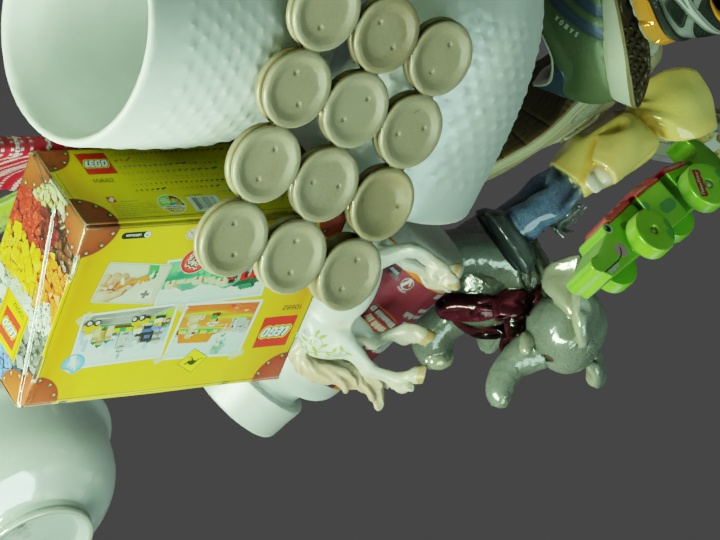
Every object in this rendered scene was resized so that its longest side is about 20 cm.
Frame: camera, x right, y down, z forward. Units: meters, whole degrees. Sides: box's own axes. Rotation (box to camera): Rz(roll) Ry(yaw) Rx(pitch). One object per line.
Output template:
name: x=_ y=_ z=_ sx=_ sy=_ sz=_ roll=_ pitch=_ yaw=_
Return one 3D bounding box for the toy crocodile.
toy crocodile: x=0.220 y=-0.041 z=1.799 sx=0.200 sy=0.062 sz=0.068 roll=-38 pitch=174 yaw=-38

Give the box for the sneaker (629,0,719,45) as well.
sneaker: x=0.213 y=-0.231 z=1.592 sx=0.200 sy=0.077 sz=0.078 roll=52 pitch=51 yaw=-49

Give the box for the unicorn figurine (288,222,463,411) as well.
unicorn figurine: x=0.000 y=0.000 z=1.657 sx=0.137 sy=0.074 sz=0.200 roll=19 pitch=102 yaw=-2

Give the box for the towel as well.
towel: x=-0.186 y=-0.067 z=1.511 sx=0.200 sy=0.023 sz=0.145 roll=-2 pitch=174 yaw=-38

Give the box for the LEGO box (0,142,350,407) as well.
LEGO box: x=-0.125 y=0.000 z=1.483 sx=0.200 sy=0.077 sz=0.149 roll=-4 pitch=132 yaw=-37

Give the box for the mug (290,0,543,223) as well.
mug: x=0.053 y=-0.149 z=1.585 sx=0.200 sy=0.148 sz=0.175 roll=-28 pitch=147 yaw=-63

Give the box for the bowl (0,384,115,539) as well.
bowl: x=-0.262 y=0.180 z=1.767 sx=0.201 sy=0.090 sz=0.201 roll=-23 pitch=145 yaw=-17

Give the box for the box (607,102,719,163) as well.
box: x=0.263 y=-0.111 z=1.899 sx=0.200 sy=0.039 sz=0.041 roll=7 pitch=128 yaw=-45

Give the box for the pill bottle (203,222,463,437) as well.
pill bottle: x=-0.027 y=0.027 z=1.760 sx=0.200 sy=0.110 sz=0.110 roll=-44 pitch=145 yaw=13

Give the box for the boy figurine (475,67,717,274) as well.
boy figurine: x=0.181 y=-0.081 z=1.778 sx=0.200 sy=0.064 sz=0.124 roll=-36 pitch=-172 yaw=-7

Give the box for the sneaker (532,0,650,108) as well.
sneaker: x=0.148 y=-0.206 z=1.655 sx=0.067 sy=0.090 sz=0.200 roll=-54 pitch=141 yaw=-50

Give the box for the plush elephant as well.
plush elephant: x=0.126 y=0.037 z=1.860 sx=0.200 sy=0.155 sz=0.165 roll=-33 pitch=146 yaw=-1

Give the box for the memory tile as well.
memory tile: x=-0.015 y=-0.078 z=1.441 sx=0.153 sy=0.017 sz=0.200 roll=16 pitch=101 yaw=-42

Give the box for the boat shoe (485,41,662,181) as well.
boat shoe: x=0.144 y=-0.123 z=1.758 sx=0.200 sy=0.072 sz=0.065 roll=-38 pitch=146 yaw=-4

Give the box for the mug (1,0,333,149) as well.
mug: x=-0.104 y=-0.173 z=1.436 sx=0.175 sy=0.148 sz=0.200 roll=-1 pitch=104 yaw=-45
